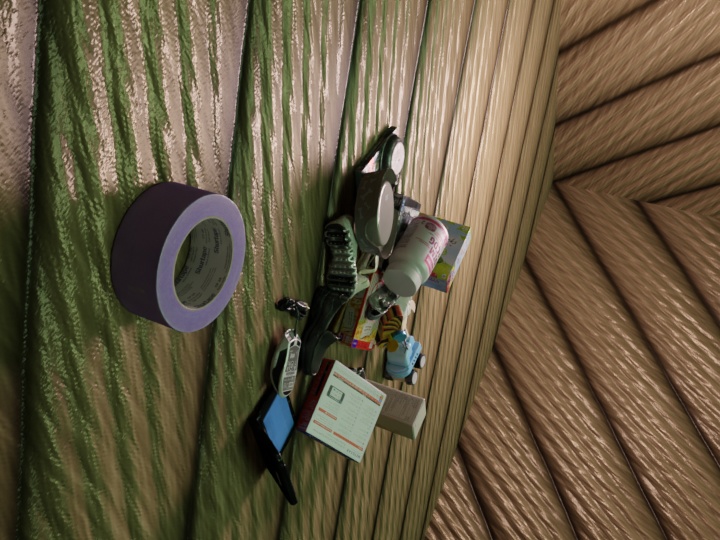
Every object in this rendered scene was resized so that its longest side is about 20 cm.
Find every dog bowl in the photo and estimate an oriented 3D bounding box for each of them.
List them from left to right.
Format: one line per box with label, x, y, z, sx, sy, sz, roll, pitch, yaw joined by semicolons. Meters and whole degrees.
dog bowl;0.038;-0.131;1.534;0.200;0.057;0.205;5;90;-75

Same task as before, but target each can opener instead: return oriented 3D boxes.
can opener;0.068;0.068;1.744;0.067;0.053;0.200;-50;173;31

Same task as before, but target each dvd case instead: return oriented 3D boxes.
dvd case;0.043;-0.233;1.626;0.201;0.022;0.148;-54;150;-38

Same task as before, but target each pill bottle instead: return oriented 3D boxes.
pill bottle;0.140;-0.036;1.729;0.201;0.111;0.115;-57;152;-35

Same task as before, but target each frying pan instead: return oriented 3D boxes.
frying pan;0.074;-0.234;1.640;0.114;0.030;0.194;-20;120;-62

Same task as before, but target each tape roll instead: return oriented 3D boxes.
tape roll;-0.256;-0.020;0.975;0.200;0.083;0.204;-48;146;-49

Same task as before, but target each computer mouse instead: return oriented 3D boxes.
computer mouse;-0.155;0.158;1.387;0.109;0.043;0.205;18;82;-72

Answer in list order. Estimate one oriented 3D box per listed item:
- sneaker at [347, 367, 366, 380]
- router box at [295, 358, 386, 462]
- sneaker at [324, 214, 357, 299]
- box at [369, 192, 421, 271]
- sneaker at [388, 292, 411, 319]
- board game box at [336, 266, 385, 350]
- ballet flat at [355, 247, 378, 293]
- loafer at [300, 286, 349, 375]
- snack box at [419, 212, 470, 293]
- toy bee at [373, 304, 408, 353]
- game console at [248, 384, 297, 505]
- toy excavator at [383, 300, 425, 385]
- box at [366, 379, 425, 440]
sneaker;-0.038;0.313;1.739;0.200;0.073;0.118;-45;135;-59
router box;-0.044;0.340;1.637;0.199;0.048;0.182;40;65;-34
sneaker;-0.033;-0.029;1.513;0.081;0.074;0.204;-56;150;-56
box;0.093;-0.096;1.794;0.157;0.049;0.204;10;95;-67
sneaker;0.098;0.101;1.917;0.089;0.074;0.201;-51;151;-22
board game box;0.012;0.098;1.732;0.151;0.045;0.204;23;83;-68
ballet flat;0.000;0.000;1.607;0.202;0.071;0.068;-62;153;-28
loafer;-0.081;0.142;1.507;0.073;0.071;0.204;-4;109;-67
snack box;0.207;-0.055;1.938;0.068;0.166;0.202;79;34;-53
toy bee;0.073;0.180;1.848;0.132;0.107;0.203;-114;-173;-56
game console;-0.155;0.358;1.426;0.115;0.176;0.202;-30;138;-19
toy excavator;0.132;0.217;2.049;0.196;0.098;0.202;-59;145;-36
box;0.074;0.379;1.859;0.096;0.196;0.079;-57;152;-35
